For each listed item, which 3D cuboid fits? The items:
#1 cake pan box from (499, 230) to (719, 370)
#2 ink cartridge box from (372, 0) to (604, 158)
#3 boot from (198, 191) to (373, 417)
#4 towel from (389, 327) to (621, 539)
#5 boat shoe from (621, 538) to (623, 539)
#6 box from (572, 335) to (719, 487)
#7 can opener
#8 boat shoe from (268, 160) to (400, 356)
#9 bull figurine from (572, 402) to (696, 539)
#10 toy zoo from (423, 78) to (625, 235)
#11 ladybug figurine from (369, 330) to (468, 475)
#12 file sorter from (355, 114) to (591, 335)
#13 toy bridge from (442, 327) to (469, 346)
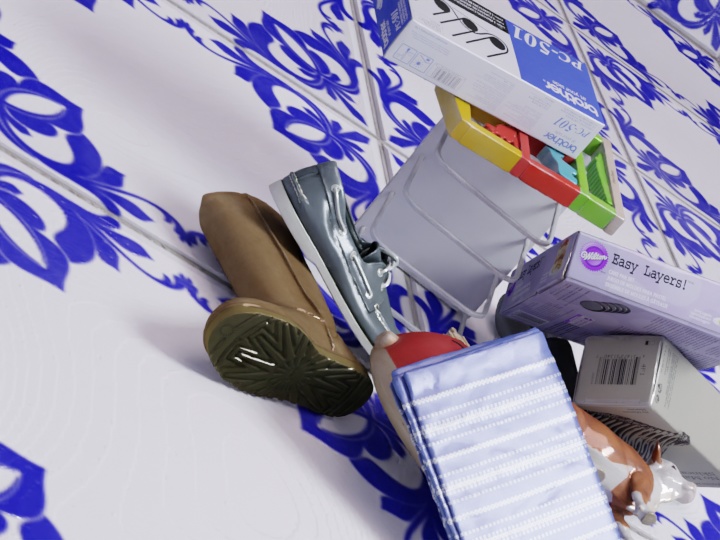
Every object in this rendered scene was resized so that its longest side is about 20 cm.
[{"bbox_3d":[0.235,0.035,1.666,0.183,0.053,0.200,21,-15,-7],"label":"cake pan box"},{"bbox_3d":[0.105,-0.174,1.566,0.199,0.044,0.094,26,33,-25],"label":"ink cartridge box"},{"bbox_3d":[-0.085,0.012,1.445,0.175,0.066,0.200,36,19,-47],"label":"boot"},{"bbox_3d":[0.109,0.150,1.371,0.144,0.024,0.201,-15,82,-33],"label":"towel"},{"bbox_3d":[0.182,0.236,1.434,0.199,0.074,0.068,36,5,-38],"label":"boat shoe"},{"bbox_3d":[0.271,0.128,1.696,0.200,0.082,0.069,39,58,-46],"label":"box"},{"bbox_3d":[0.167,0.090,1.748,0.066,0.053,0.200,-1,30,-7],"label":"can opener"},{"bbox_3d":[0.000,0.000,1.526,0.201,0.062,0.073,58,3,-22],"label":"boat shoe"},{"bbox_3d":[0.207,0.172,1.611,0.199,0.065,0.122,32,23,-21],"label":"bull figurine"},{"bbox_3d":[0.132,-0.118,1.588,0.199,0.020,0.132,29,30,-18],"label":"toy zoo"},{"bbox_3d":[0.082,0.120,1.438,0.200,0.072,0.136,51,15,-18],"label":"ladybug figurine"},{"bbox_3d":[0.095,-0.046,1.674,0.139,0.200,0.125,37,26,-6],"label":"file sorter"},{"bbox_3d":[0.113,0.115,1.562,0.027,0.067,0.200,21,29,-40],"label":"toy bridge"}]
